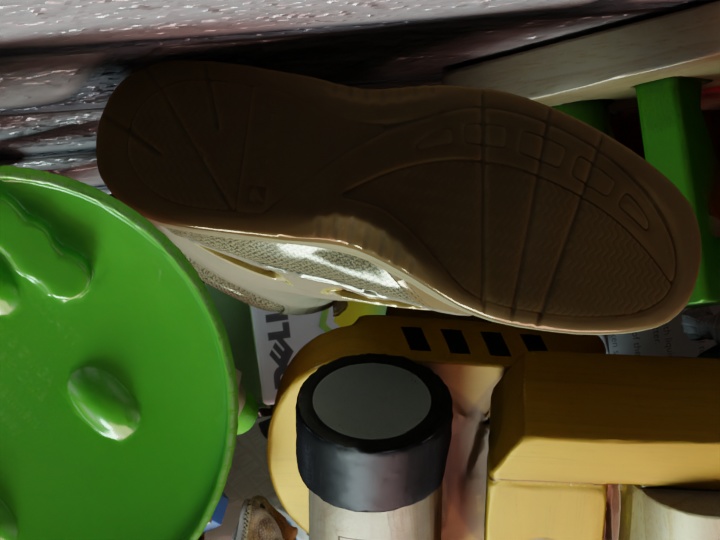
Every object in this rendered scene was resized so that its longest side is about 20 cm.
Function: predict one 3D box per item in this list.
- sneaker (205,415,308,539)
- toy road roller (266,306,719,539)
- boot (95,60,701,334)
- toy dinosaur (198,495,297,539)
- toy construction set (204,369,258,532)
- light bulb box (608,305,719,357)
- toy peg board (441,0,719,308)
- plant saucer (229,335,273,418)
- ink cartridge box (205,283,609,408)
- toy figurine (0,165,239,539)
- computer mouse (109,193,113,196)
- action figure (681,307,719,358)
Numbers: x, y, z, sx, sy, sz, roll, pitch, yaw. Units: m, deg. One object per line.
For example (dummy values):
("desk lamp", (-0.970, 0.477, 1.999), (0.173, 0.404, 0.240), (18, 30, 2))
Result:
("sneaker", (-0.030, 0.100, 1.031), (0.199, 0.072, 0.072), (-2, 153, 29))
("toy road roller", (0.064, 0.068, 0.904), (0.198, 0.124, 0.146), (4, -144, 5))
("boot", (0.012, -0.016, 0.838), (0.198, 0.073, 0.155), (10, 172, 0))
("toy dinosaur", (-0.076, 0.149, 0.998), (0.106, 0.061, 0.200), (20, 152, -3))
("toy construction set", (-0.127, 0.063, 0.936), (0.199, 0.132, 0.092), (5, 162, 20))
("light bulb box", (0.103, 0.008, 1.139), (0.198, 0.126, 0.198), (-9, 174, 5))
("toy peg board", (0.169, -0.039, 0.879), (0.199, 0.099, 0.199), (-11, 174, 36))
("plant saucer", (-0.034, 0.045, 1.148), (0.034, 0.201, 0.200), (-39, 173, 1))
("ink cartridge box", (0.000, 0.000, 1.016), (0.198, 0.105, 0.059), (-8, 175, 3))
("toy figurine", (-0.139, 0.006, 0.804), (0.150, 0.200, 0.184), (-43, -166, 3))
("computer mouse", (-0.125, -0.032, 0.933), (0.199, 0.034, 0.059), (-11, 159, -19))
("action figure", (0.162, 0.040, 0.958), (0.117, 0.055, 0.200), (6, 154, -24))
